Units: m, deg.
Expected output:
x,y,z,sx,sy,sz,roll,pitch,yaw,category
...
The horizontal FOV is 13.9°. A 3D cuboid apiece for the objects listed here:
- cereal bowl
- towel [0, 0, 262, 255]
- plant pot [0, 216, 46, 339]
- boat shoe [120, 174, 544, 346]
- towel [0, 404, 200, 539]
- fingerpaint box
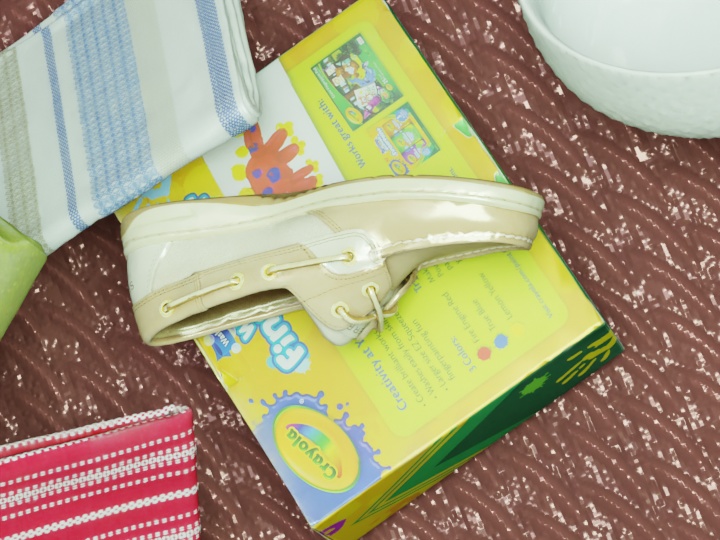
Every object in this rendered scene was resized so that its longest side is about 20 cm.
x,y,z,sx,sy,sz,roll,pitch,yaw,category
0.174,-0.133,1.357,0.199,0.084,0.201,-13,45,13,cereal bowl
-0.135,-0.073,1.416,0.199,0.024,0.147,-32,45,18,towel
-0.245,0.025,1.322,0.200,0.200,0.185,36,86,17,plant pot
-0.012,0.000,1.324,0.199,0.074,0.070,-6,78,21,boat shoe
-0.136,0.165,1.330,0.144,0.022,0.201,-13,119,-23,towel
0.000,0.000,1.394,0.166,0.073,0.200,-36,72,3,fingerpaint box
